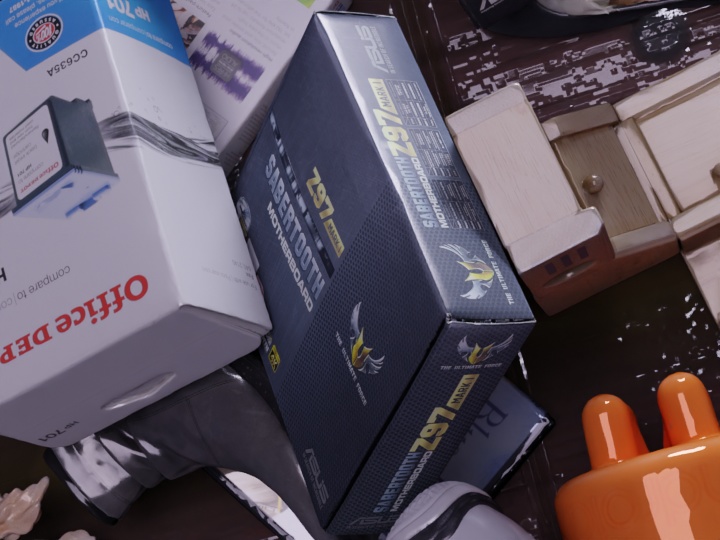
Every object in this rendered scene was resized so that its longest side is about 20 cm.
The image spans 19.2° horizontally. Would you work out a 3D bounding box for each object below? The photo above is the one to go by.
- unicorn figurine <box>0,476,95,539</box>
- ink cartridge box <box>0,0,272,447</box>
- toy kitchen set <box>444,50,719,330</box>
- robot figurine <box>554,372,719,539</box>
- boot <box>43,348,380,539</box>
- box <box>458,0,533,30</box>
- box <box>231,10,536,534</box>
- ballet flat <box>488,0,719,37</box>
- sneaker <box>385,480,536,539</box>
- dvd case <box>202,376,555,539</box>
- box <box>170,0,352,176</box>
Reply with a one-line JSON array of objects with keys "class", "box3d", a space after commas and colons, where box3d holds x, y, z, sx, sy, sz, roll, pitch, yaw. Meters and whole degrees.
[{"class": "unicorn figurine", "box3d": [-0.200, 0.218, 1.128, 0.137, 0.074, 0.201, -9, 67, 21]}, {"class": "ink cartridge box", "box3d": [-0.148, -0.033, 1.072, 0.146, 0.086, 0.201, -28, 65, 21]}, {"class": "toy kitchen set", "box3d": [0.173, -0.028, 1.009, 0.199, 0.180, 0.164, -27, 79, 6]}, {"class": "robot figurine", "box3d": [0.161, 0.153, 1.023, 0.143, 0.117, 0.201, -10, 78, -29]}, {"class": "boot", "box3d": [-0.086, 0.093, 1.101, 0.132, 0.070, 0.200, -39, 65, 9]}, {"class": "box", "box3d": [0.086, -0.240, 1.091, 0.161, 0.049, 0.200, -29, 54, 8]}, {"class": "box", "box3d": [0.000, 0.000, 1.014, 0.158, 0.051, 0.200, -61, 40, 41]}, {"class": "ballet flat", "box3d": [0.145, -0.163, 1.091, 0.199, 0.073, 0.073, -5, 82, 13]}, {"class": "sneaker", "box3d": [0.043, 0.204, 0.958, 0.115, 0.075, 0.201, 21, 91, 48]}, {"class": "dvd case", "box3d": [-0.017, 0.070, 1.124, 0.200, 0.018, 0.143, 40, 92, 15]}, {"class": "box", "box3d": [-0.119, -0.109, 1.164, 0.144, 0.036, 0.200, 37, 91, 15]}]
